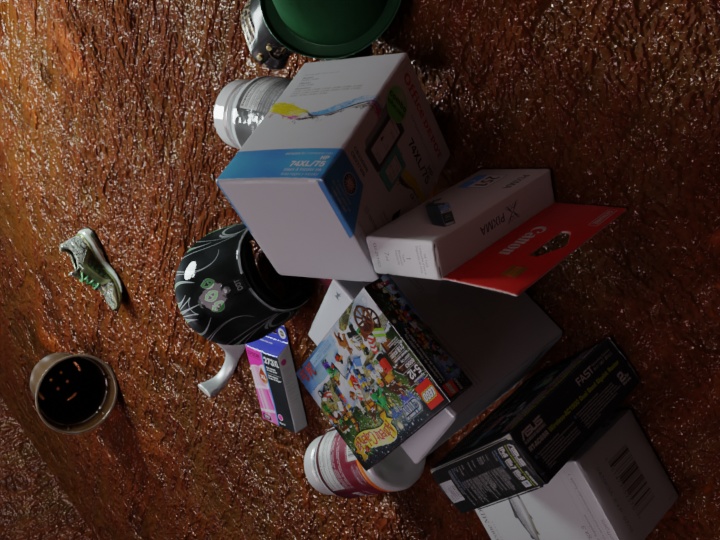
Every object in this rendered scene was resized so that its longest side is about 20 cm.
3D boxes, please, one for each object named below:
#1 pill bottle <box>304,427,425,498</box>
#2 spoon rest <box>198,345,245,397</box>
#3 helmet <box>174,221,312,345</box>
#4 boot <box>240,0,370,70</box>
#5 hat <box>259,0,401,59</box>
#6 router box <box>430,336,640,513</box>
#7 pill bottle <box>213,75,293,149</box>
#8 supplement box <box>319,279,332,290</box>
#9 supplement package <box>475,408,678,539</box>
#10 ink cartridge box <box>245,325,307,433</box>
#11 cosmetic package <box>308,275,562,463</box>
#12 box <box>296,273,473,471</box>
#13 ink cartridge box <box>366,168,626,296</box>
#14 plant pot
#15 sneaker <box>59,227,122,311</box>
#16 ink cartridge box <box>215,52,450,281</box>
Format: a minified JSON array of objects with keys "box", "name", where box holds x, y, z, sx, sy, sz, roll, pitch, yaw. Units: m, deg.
[{"box":[0.000,0.288,1.236,0.200,0.114,0.115,-30,89,53],"name":"pill bottle"},{"box":[-0.253,0.141,1.502,0.099,0.060,0.201,36,123,28],"name":"spoon rest"},{"box":[-0.191,0.023,1.251,0.190,0.200,0.201,-24,94,36],"name":"helmet"},{"box":[-0.074,-0.297,0.995,0.150,0.073,0.201,-36,80,51],"name":"boot"},{"box":[-0.069,-0.329,0.829,0.199,0.176,0.167,20,93,17],"name":"hat"},{"box":[0.189,0.167,0.868,0.062,0.200,0.150,53,143,6],"name":"router box"},{"box":[-0.097,-0.193,1.053,0.199,0.113,0.115,19,126,42],"name":"pill bottle"},{"box":[0.000,0.000,1.102,0.200,0.061,0.109,53,143,13],"name":"supplement box"},{"box":[0.236,0.253,0.936,0.200,0.117,0.117,-32,88,53],"name":"supplement package"},{"box":[-0.151,0.183,1.416,0.094,0.037,0.201,13,119,45],"name":"ink cartridge box"},{"box":[0.084,0.075,0.936,0.200,0.199,0.123,48,140,18],"name":"cosmetic package"},{"box":[0.017,0.112,0.840,0.137,0.038,0.200,53,142,13],"name":"box"},{"box":[0.135,-0.047,0.800,0.176,0.200,0.045,8,121,46],"name":"ink cartridge box"},{"box":[-0.754,0.299,2.077,0.198,0.199,0.202,9,119,56],"name":"plant pot"},{"box":[-0.601,0.009,1.788,0.077,0.088,0.201,-33,87,52],"name":"sneaker"},{"box":[-0.022,-0.113,0.875,0.145,0.201,0.147,4,140,36],"name":"ink cartridge box"}]
